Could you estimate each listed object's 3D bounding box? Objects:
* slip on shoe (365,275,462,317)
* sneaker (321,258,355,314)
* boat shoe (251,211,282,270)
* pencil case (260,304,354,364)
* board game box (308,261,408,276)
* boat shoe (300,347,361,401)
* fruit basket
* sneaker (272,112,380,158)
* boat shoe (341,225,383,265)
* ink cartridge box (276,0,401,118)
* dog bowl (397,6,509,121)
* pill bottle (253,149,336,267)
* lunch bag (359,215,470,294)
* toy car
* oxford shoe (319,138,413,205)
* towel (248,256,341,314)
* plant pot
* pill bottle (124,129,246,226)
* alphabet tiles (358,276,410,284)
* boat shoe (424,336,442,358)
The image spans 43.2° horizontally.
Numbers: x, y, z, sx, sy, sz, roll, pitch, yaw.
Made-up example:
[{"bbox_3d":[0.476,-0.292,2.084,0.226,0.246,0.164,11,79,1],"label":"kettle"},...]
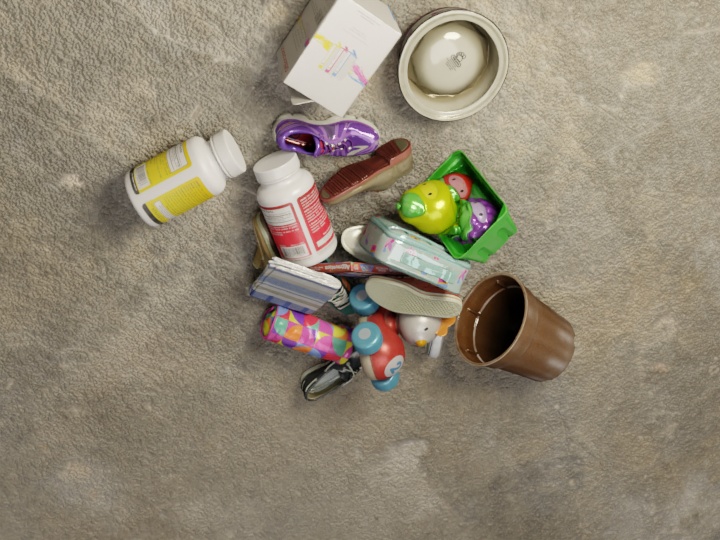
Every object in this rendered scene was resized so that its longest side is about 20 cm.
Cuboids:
[{"bbox_3d":[0.102,0.042,1.763,0.197,0.062,0.075,11,133,-14],"label":"slip on shoe"},{"bbox_3d":[-0.060,0.034,1.821,0.071,0.080,0.200,-31,127,12],"label":"sneaker"},{"bbox_3d":[-0.178,-0.024,1.772,0.075,0.072,0.202,-11,126,15],"label":"boat shoe"},{"bbox_3d":[-0.107,0.130,1.883,0.198,0.089,0.089,20,119,-25],"label":"pencil case"},{"bbox_3d":[0.000,0.000,1.752,0.102,0.020,0.199,-4,175,35],"label":"board game box"},{"bbox_3d":[-0.041,0.218,1.967,0.199,0.061,0.076,-36,123,15],"label":"boat shoe"},{"bbox_3d":[0.166,-0.123,1.675,0.155,0.216,0.215,-44,121,13],"label":"fruit basket"},{"bbox_3d":[-0.060,-0.229,1.638,0.197,0.084,0.082,0,125,-12],"label":"sneaker"},{"bbox_3d":[0.049,-0.047,1.795,0.199,0.060,0.073,11,95,-20],"label":"boat shoe"},{"bbox_3d":[-0.046,-0.368,1.516,0.124,0.129,0.201,26,117,-26],"label":"ink cartridge box"},{"bbox_3d":[0.155,-0.368,1.588,0.197,0.074,0.202,-5,125,-7],"label":"dog bowl"},{"bbox_3d":[-0.124,-0.115,1.681,0.111,0.113,0.202,-19,118,3],"label":"pill bottle"},{"bbox_3d":[0.107,-0.031,1.697,0.198,0.160,0.078,21,97,-20],"label":"lunch bag"},{"bbox_3d":[0.094,0.123,1.821,0.197,0.179,0.185,-11,143,10],"label":"toy car"},{"bbox_3d":[0.018,-0.165,1.684,0.198,0.071,0.075,-30,132,-9],"label":"oxford shoe"},{"bbox_3d":[-0.130,0.032,1.745,0.145,0.024,0.200,19,157,-13],"label":"towel"},{"bbox_3d":[0.335,0.132,1.909,0.197,0.201,0.201,25,118,-34],"label":"plant pot"},{"bbox_3d":[-0.308,-0.169,1.616,0.198,0.112,0.112,-25,125,8],"label":"pill bottle"},{"bbox_3d":[0.104,0.060,1.917,0.197,0.008,0.169,-12,126,-2],"label":"alphabet tiles"},{"bbox_3d":[0.151,0.093,1.914,0.061,0.072,0.203,10,121,11],"label":"boat shoe"}]
